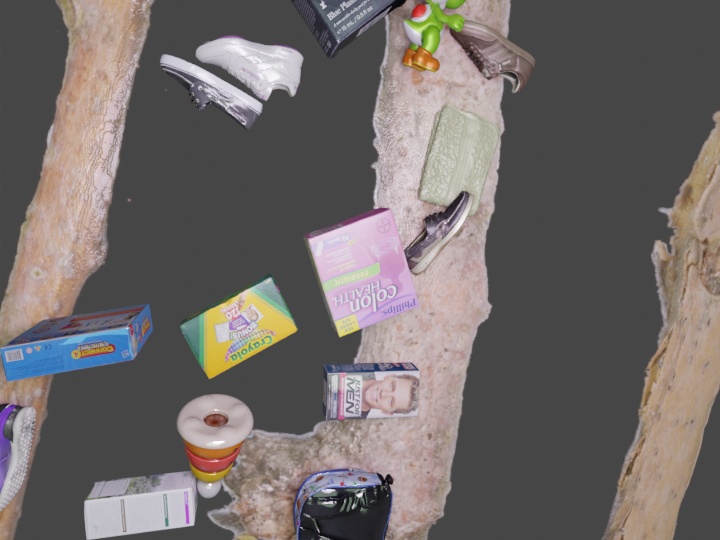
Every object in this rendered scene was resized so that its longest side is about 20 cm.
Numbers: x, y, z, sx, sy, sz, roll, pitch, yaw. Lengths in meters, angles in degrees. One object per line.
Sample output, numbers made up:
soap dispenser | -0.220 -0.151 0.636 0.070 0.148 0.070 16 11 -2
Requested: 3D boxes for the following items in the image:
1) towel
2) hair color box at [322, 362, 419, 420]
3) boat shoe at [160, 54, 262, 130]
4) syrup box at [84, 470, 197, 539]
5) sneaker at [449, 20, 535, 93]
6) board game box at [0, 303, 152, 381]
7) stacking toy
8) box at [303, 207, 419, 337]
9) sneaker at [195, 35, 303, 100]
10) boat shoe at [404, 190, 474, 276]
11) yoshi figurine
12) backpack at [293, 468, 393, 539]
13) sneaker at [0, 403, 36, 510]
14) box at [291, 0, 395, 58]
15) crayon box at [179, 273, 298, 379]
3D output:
towel | 0.203 -0.226 1.176 0.145 0.036 0.204 15 94 -12
hair color box | 0.022 0.250 1.186 0.195 0.060 0.102 0 97 -12
boat shoe | -0.281 -0.323 1.052 0.197 0.070 0.067 25 90 -21
syrup box | -0.422 0.454 1.109 0.195 0.079 0.083 -2 97 -12
sneaker | 0.260 -0.430 1.145 0.197 0.070 0.077 22 93 -13
board game box | -0.481 0.119 0.995 0.195 0.196 0.057 -9 99 -10
stacking toy | -0.290 0.361 1.121 0.143 0.147 0.204 5 115 -12
box | 0.000 0.000 1.131 0.173 0.097 0.204 -19 101 -9
sneaker | -0.205 -0.372 1.052 0.195 0.075 0.102 4 95 -12
boat shoe | 0.152 -0.083 1.155 0.064 0.072 0.201 34 108 -9
yoshi figurine | 0.155 -0.486 1.092 0.110 0.112 0.204 20 105 16
backpack | -0.043 0.494 1.157 0.187 0.154 0.205 9 89 -21
sneaker | -0.675 0.341 1.053 0.097 0.070 0.205 13 90 -6
box | -0.031 -0.544 1.047 0.196 0.117 0.201 -38 102 -5
crayon box | -0.236 0.107 1.115 0.197 0.058 0.121 -28 102 -7
